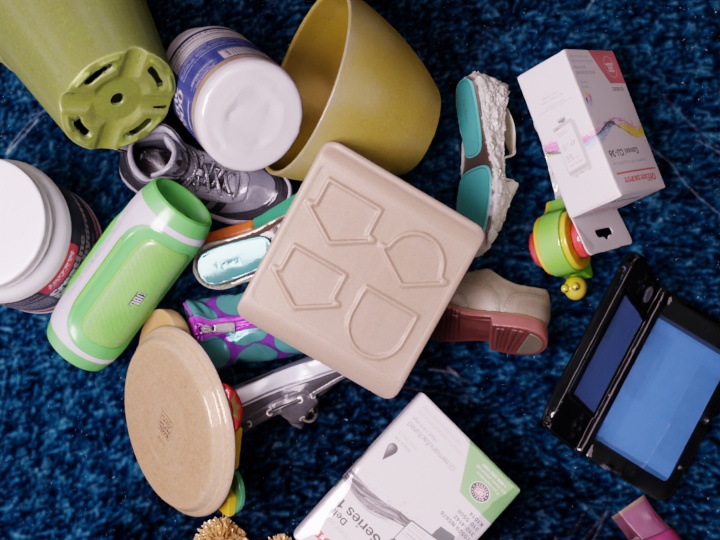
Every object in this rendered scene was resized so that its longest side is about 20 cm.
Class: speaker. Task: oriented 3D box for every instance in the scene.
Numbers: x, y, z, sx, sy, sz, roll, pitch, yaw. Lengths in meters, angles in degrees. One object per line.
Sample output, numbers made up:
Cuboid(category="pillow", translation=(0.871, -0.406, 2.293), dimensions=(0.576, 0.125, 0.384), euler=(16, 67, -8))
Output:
Cuboid(category="speaker", translation=(-0.237, 0.005, 1.109), dimensions=(0.088, 0.088, 0.201), euler=(41, 106, 5))

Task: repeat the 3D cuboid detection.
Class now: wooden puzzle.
Cuboid(category="wooden puzzle", translation=(0.000, 0.000, 1.080), dimensions=(0.183, 0.046, 0.202), euler=(29, 101, -5))

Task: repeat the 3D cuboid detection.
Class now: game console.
Cuboid(category="game console", translation=(0.299, 0.113, 1.130), dimensions=(0.115, 0.176, 0.202), euler=(26, 83, 32))

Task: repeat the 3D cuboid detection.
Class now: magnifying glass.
Cuboid(category="magnifying glass", translation=(-0.094, -0.050, 1.179), dimensions=(0.196, 0.080, 0.023), euler=(-14, 66, 11))

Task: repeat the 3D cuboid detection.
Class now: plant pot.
Cuboid(category="plant pot", translation=(0.001, -0.174, 1.143), dimensions=(0.140, 0.199, 0.204), euler=(18, 83, -24))
Cuboid(category="plant pot", translation=(-0.277, -0.228, 1.104), dimensions=(0.198, 0.201, 0.191), euler=(-34, 60, -3))

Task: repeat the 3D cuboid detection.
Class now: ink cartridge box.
Cuboid(category="ink cartridge box", translation=(0.046, 0.250, 1.131), dimensions=(0.146, 0.084, 0.200), euler=(42, 85, 6))
Cuboid(category="ink cartridge box", translation=(0.252, -0.126, 1.148), dimensions=(0.067, 0.116, 0.203), euler=(-24, 82, 40))

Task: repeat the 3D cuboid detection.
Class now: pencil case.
Cuboid(category="pencil case", translation=(-0.084, 0.053, 1.152), dimensions=(0.196, 0.092, 0.087), euler=(-13, 83, -1))

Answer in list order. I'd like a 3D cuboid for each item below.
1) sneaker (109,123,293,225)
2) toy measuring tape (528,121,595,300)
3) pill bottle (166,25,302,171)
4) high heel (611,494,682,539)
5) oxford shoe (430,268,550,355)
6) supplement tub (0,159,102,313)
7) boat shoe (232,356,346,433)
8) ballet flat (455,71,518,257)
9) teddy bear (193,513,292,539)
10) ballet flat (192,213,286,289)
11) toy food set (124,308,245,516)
Cuboid(category="sneaker", translation=(-0.172, -0.101, 1.160), dimensions=(0.196, 0.114, 0.077), euler=(13, 84, 2))
Cuboid(category="toy measuring tape", translation=(0.208, -0.068, 1.166), dimensions=(0.072, 0.074, 0.204), euler=(-12, 87, 0))
Cuboid(category="pill bottle", translation=(-0.141, -0.187, 1.123), dimensions=(0.109, 0.200, 0.113), euler=(-10, 118, -20))
Cuboid(category="high heel", translation=(0.249, 0.326, 1.124), dimensions=(0.198, 0.068, 0.097), euler=(-35, 73, -6))
Cuboid(category="oxford shoe", translation=(0.109, 0.033, 1.174), dimensions=(0.196, 0.071, 0.076), euler=(15, 57, 4))
Cuboid(category="supplement tub", translation=(-0.352, -0.033, 1.112), dimensions=(0.137, 0.200, 0.143), euler=(0, 84, 1))
Cuboid(category="boat shoe", translation=(-0.079, 0.138, 1.156), dimensions=(0.197, 0.070, 0.067), euler=(-22, 92, -1))
Cuboid(category="ballet flat", translation=(0.143, -0.116, 1.183), dimensions=(0.070, 0.072, 0.204), euler=(-1, 85, 1))
Cuboid(category="teddy bear", translation=(-0.103, 0.343, 1.132), dimensions=(0.145, 0.067, 0.200), euler=(-42, 84, -1))
Cuboid(category="ballet flat", translation=(-0.083, -0.028, 1.158), dimensions=(0.196, 0.062, 0.069), euler=(-10, 96, 6))
Cuboid(category="toy food set", translation=(-0.181, 0.153, 1.109), dimensions=(0.199, 0.048, 0.202), euler=(27, 118, 42))
